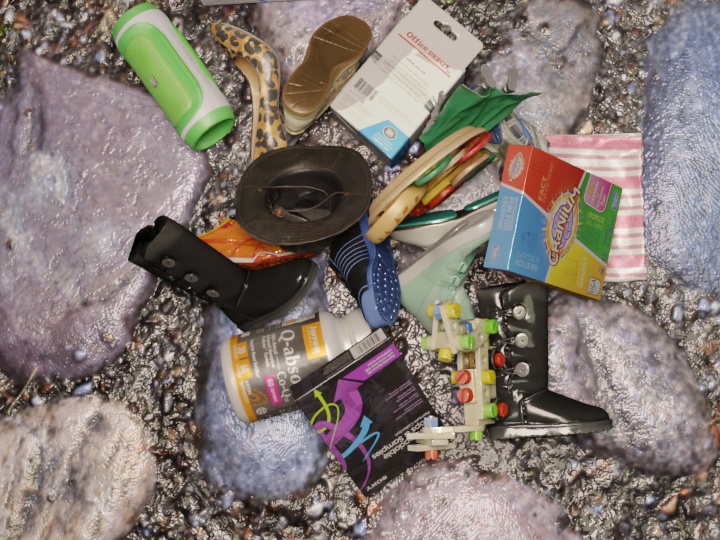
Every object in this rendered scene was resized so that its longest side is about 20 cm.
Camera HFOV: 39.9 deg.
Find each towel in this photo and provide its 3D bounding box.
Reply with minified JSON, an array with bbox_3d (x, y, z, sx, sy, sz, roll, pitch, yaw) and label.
[{"bbox_3d":[0.314,-0.086,1.346,0.144,0.030,0.204,0,84,4],"label":"towel"}]

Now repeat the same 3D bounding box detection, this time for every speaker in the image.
[{"bbox_3d":[-0.257,-0.267,1.369,0.088,0.088,0.201,-36,83,-2],"label":"speaker"}]

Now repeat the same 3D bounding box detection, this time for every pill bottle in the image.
[{"bbox_3d":[-0.076,0.120,1.299,0.197,0.116,0.118,-16,83,1],"label":"pill bottle"}]

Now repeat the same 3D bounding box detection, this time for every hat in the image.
[{"bbox_3d":[-0.069,-0.078,1.297,0.197,0.082,0.202,-5,44,5],"label":"hat"}]

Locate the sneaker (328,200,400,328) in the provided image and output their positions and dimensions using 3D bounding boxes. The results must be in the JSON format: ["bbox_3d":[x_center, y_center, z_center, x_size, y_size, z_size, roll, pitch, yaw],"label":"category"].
[{"bbox_3d":[0.000,0.000,1.301,0.077,0.070,0.202,-29,45,25],"label":"sneaker"}]

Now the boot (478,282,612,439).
[{"bbox_3d":[0.241,0.115,1.307,0.162,0.066,0.204,-3,79,1],"label":"boot"}]

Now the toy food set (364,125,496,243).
[{"bbox_3d":[0.090,-0.112,1.257,0.197,0.200,0.049,-40,84,17],"label":"toy food set"}]

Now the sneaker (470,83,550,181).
[{"bbox_3d":[0.206,-0.171,1.340,0.084,0.077,0.202,-5,55,-35],"label":"sneaker"}]

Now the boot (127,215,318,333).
[{"bbox_3d":[-0.176,-0.011,1.268,0.199,0.066,0.164,38,127,-24],"label":"boot"}]

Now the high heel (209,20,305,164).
[{"bbox_3d":[-0.161,-0.239,1.365,0.199,0.071,0.143,40,80,-2],"label":"high heel"}]

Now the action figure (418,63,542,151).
[{"bbox_3d":[0.132,-0.201,1.294,0.116,0.200,0.056,5,70,-24],"label":"action figure"}]

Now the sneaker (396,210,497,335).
[{"bbox_3d":[0.135,0.011,1.282,0.119,0.074,0.200,49,132,-1],"label":"sneaker"}]

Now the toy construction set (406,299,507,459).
[{"bbox_3d":[0.123,0.138,1.235,0.091,0.130,0.204,12,94,37],"label":"toy construction set"}]

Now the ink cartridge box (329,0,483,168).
[{"bbox_3d":[0.065,-0.257,1.359,0.116,0.068,0.201,40,87,7],"label":"ink cartridge box"}]

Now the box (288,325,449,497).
[{"bbox_3d":[0.017,0.184,1.269,0.142,0.036,0.201,-33,124,-1],"label":"box"}]

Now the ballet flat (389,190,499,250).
[{"bbox_3d":[0.138,-0.057,1.340,0.197,0.069,0.071,-17,83,0],"label":"ballet flat"}]

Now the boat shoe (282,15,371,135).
[{"bbox_3d":[-0.050,-0.270,1.351,0.073,0.063,0.201,31,59,7],"label":"boat shoe"}]

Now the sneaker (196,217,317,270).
[{"bbox_3d":[-0.155,-0.037,1.345,0.196,0.073,0.079,-1,75,0],"label":"sneaker"}]

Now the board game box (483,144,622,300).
[{"bbox_3d":[0.246,-0.056,1.253,0.040,0.198,0.156,9,86,48],"label":"board game box"}]

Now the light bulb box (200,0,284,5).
[{"bbox_3d":[-0.136,-0.451,1.327,0.196,0.198,0.127,-2,85,4],"label":"light bulb box"}]
